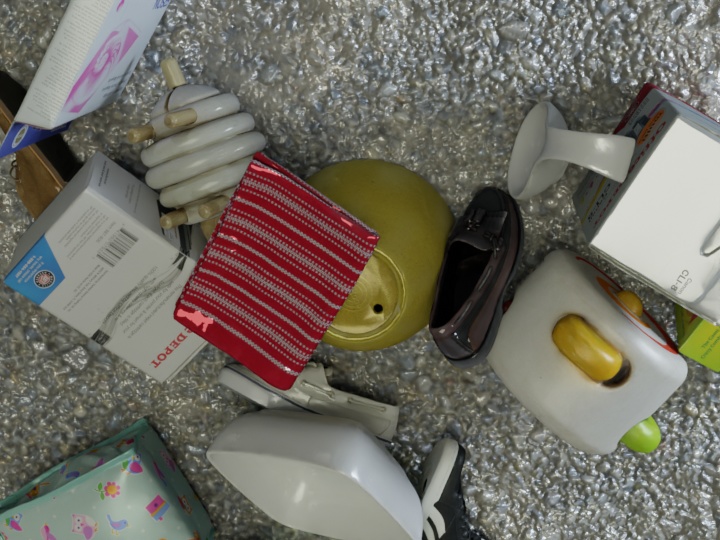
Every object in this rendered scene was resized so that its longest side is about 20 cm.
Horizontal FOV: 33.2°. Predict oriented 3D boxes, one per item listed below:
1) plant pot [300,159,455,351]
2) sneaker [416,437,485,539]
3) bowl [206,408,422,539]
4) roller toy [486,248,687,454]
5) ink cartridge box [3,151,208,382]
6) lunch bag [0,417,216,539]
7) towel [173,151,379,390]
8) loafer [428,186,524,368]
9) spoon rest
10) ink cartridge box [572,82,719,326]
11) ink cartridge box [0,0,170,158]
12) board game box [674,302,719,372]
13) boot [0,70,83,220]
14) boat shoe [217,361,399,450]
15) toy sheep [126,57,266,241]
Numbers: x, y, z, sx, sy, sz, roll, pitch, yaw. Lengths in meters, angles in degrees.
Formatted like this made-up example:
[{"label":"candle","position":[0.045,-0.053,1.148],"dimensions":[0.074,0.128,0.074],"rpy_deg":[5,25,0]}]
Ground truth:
[{"label":"plant pot","position":[0.000,0.000,1.207],"dimensions":[0.200,0.142,0.201],"rpy_deg":[1,106,5]},{"label":"sneaker","position":[0.110,0.278,1.322],"dimensions":[0.112,0.073,0.200],"rpy_deg":[16,115,-3]},{"label":"bowl","position":[-0.039,0.210,1.256],"dimensions":[0.199,0.075,0.200],"rpy_deg":[2,147,33]},{"label":"roller toy","position":[0.221,0.073,1.185],"dimensions":[0.200,0.183,0.140],"rpy_deg":[30,109,-38]},{"label":"ink cartridge box","position":[-0.233,0.000,1.226],"dimensions":[0.200,0.084,0.145],"rpy_deg":[37,114,-23]},{"label":"lunch bag","position":[-0.285,0.287,1.331],"dimensions":[0.200,0.122,0.171],"rpy_deg":[-29,103,7]},{"label":"towel","position":[-0.085,0.006,1.138],"dimensions":[0.144,0.022,0.200],"rpy_deg":[34,118,6]},{"label":"loafer","position":[0.111,-0.005,1.175],"dimensions":[0.072,0.200,0.063],"rpy_deg":[-10,143,37]},{"label":"spoon rest","position":[0.181,-0.113,1.132],"dimensions":[0.060,0.200,0.100],"rpy_deg":[16,90,-18]},{"label":"ink cartridge box","position":[0.301,-0.069,1.128],"dimensions":[0.144,0.200,0.145],"rpy_deg":[30,106,-4]},{"label":"ink cartridge box","position":[-0.254,-0.195,1.143],"dimensions":[0.043,0.196,0.200],"rpy_deg":[30,107,-2]},{"label":"board game box","position":[0.378,-0.009,1.151],"dimensions":[0.048,0.102,0.200],"rpy_deg":[28,121,-5]},{"label":"boot","position":[-0.341,-0.115,1.244],"dimensions":[0.075,0.074,0.200],"rpy_deg":[-29,105,19]},{"label":"boat shoe","position":[-0.053,0.132,1.298],"dimensions":[0.200,0.071,0.070],"rpy_deg":[22,80,2]},{"label":"toy sheep","position":[-0.156,-0.114,1.194],"dimensions":[0.138,0.138,0.200],"rpy_deg":[-15,98,9]}]
